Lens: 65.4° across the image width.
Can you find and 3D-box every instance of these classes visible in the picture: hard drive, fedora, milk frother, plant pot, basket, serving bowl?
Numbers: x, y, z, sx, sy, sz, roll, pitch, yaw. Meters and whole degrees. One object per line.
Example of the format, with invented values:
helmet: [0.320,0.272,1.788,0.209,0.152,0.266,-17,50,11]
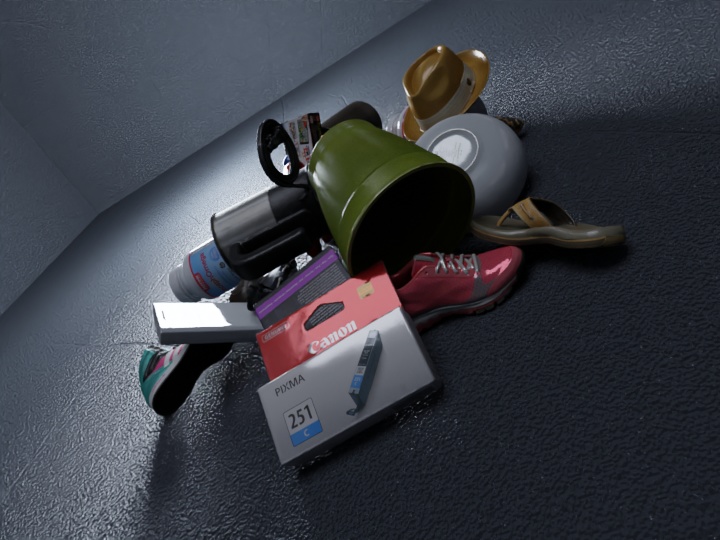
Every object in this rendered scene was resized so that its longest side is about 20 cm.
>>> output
hard drive: [-0.219,0.081,0.885,0.196,0.027,0.132,1,14,-26]
fedora: [0.128,-0.321,0.969,0.199,0.081,0.203,-33,38,30]
milk frother: [-0.156,-0.108,0.878,0.185,0.203,0.181,-24,15,10]
plant pot: [0.022,-0.108,0.777,0.199,0.201,0.194,-36,52,-3]
basket: [-0.039,-0.307,1.330,0.180,0.136,0.201,-45,5,48]
serving bowl: [0.146,-0.158,0.844,0.196,0.066,0.204,-14,60,25]

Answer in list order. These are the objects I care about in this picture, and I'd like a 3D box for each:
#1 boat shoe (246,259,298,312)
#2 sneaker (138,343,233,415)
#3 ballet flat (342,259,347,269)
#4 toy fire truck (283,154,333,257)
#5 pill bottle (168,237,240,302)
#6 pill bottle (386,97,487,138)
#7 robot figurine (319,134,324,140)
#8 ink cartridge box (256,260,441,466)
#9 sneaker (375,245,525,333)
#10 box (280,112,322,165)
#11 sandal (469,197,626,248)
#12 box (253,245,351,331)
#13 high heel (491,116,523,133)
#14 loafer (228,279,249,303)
boat shoe: [-0.121,0.026,0.970,0.091,0.076,0.200,10,22,8]
sneaker: [-0.305,0.145,0.967,0.119,0.084,0.201,11,53,44]
ballet flat: [0.000,0.000,0.872,0.073,0.075,0.202,-19,33,29]
toy fire truck: [-0.091,-0.139,1.072,0.111,0.169,0.201,-29,27,10]
pill bottle: [-0.290,-0.011,1.148,0.197,0.110,0.109,-29,27,14]
pill bottle: [0.142,-0.278,1.091,0.109,0.110,0.198,-47,29,-24]
robot figurine: [0.011,-0.207,1.066,0.143,0.197,0.119,-22,70,52]
ink cartridge box: [-0.030,0.100,0.654,0.198,0.045,0.178,-31,61,9]
sneaker: [0.104,0.011,0.688,0.197,0.087,0.074,-26,28,17]
box: [-0.118,-0.233,1.233,0.034,0.205,0.109,-15,10,-39]
sandal: [0.220,-0.060,0.674,0.079,0.055,0.198,-12,13,-36]
box: [-0.050,0.076,0.744,0.142,0.036,0.201,-37,47,1]
high heel: [0.215,-0.180,0.927,0.197,0.072,0.143,-26,48,-8]
loafer: [-0.186,-0.011,1.044,0.070,0.074,0.202,11,51,15]
